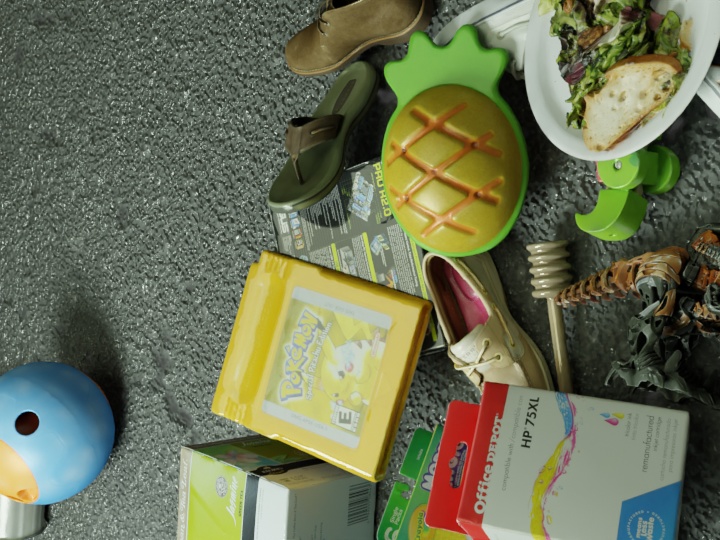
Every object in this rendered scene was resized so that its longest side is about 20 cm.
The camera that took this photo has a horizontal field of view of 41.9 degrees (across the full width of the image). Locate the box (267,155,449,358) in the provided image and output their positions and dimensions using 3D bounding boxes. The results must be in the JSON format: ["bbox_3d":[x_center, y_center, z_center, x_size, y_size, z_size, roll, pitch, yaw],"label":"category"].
[{"bbox_3d":[0.000,0.000,0.950,0.159,0.044,0.202,-18,77,23],"label":"box"}]

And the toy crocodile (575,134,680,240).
[{"bbox_3d":[0.214,-0.123,0.745,0.061,0.067,0.202,10,98,46],"label":"toy crocodile"}]

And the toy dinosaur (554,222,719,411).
[{"bbox_3d":[0.246,0.031,0.718,0.200,0.101,0.137,-8,69,64],"label":"toy dinosaur"}]

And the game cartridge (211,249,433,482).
[{"bbox_3d":[-0.043,0.087,0.920,0.199,0.032,0.178,17,92,26],"label":"game cartridge"}]

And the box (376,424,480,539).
[{"bbox_3d":[0.115,0.207,0.789,0.198,0.048,0.118,13,70,25],"label":"box"}]

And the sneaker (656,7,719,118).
[{"bbox_3d":[0.289,-0.131,0.661,0.079,0.078,0.201,-46,67,40],"label":"sneaker"}]

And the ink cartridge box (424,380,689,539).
[{"bbox_3d":[0.148,0.159,0.737,0.198,0.067,0.117,6,66,21],"label":"ink cartridge box"}]

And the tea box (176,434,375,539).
[{"bbox_3d":[-0.096,0.300,1.026,0.196,0.133,0.202,8,96,45],"label":"tea box"}]

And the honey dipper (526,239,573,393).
[{"bbox_3d":[0.173,0.075,0.813,0.038,0.038,0.202,-9,85,46],"label":"honey dipper"}]

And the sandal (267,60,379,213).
[{"bbox_3d":[-0.047,-0.142,0.960,0.079,0.057,0.202,1,57,41],"label":"sandal"}]

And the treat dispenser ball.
[{"bbox_3d":[-0.456,0.233,1.353,0.200,0.200,0.203,1,91,46],"label":"treat dispenser ball"}]

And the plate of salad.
[{"bbox_3d":[0.181,-0.183,0.694,0.200,0.048,0.202,-13,75,59],"label":"plate of salad"}]

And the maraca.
[{"bbox_3d":[0.080,-0.112,0.833,0.136,0.107,0.202,-2,98,20],"label":"maraca"}]

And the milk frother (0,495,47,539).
[{"bbox_3d":[-0.595,0.318,1.569,0.200,0.179,0.190,-94,11,-82],"label":"milk frother"}]

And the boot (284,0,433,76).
[{"bbox_3d":[-0.022,-0.260,0.977,0.199,0.075,0.074,-11,67,45],"label":"boot"}]

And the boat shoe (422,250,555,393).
[{"bbox_3d":[0.109,0.066,0.855,0.074,0.069,0.201,-43,61,37],"label":"boat shoe"}]

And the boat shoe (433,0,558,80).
[{"bbox_3d":[0.145,-0.202,0.821,0.199,0.071,0.071,-19,74,38],"label":"boat shoe"}]
